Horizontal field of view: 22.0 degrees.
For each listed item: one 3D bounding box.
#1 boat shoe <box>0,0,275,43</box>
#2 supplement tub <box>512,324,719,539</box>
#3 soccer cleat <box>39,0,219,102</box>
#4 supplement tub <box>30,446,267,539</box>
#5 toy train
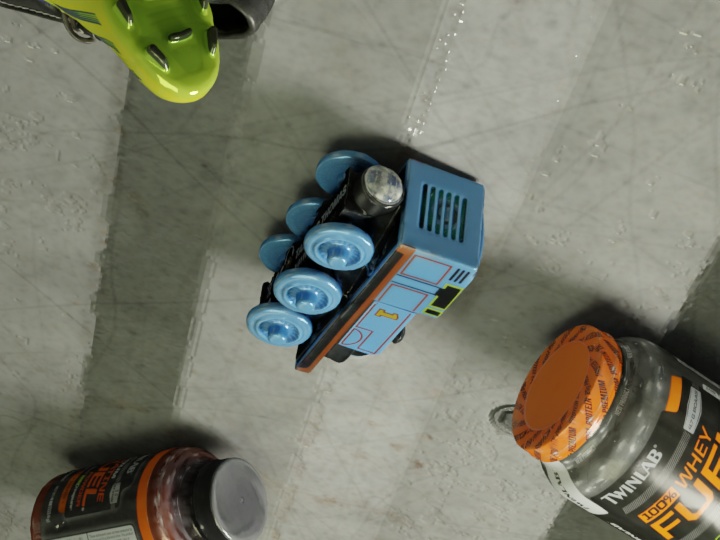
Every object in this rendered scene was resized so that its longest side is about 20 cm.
[{"bbox_3d":[-0.142,-0.162,1.085,0.198,0.067,0.070,6,142,13],"label":"boat shoe"},{"bbox_3d":[0.210,0.127,1.279,0.199,0.123,0.122,31,141,-20],"label":"supplement tub"},{"bbox_3d":[-0.149,-0.163,1.032,0.200,0.065,0.084,49,142,12],"label":"soccer cleat"},{"bbox_3d":[-0.173,0.205,1.541,0.199,0.108,0.107,-16,133,34],"label":"supplement tub"},{"bbox_3d":[0.000,0.000,1.229,0.113,0.087,0.200,20,144,-15],"label":"toy train"}]
